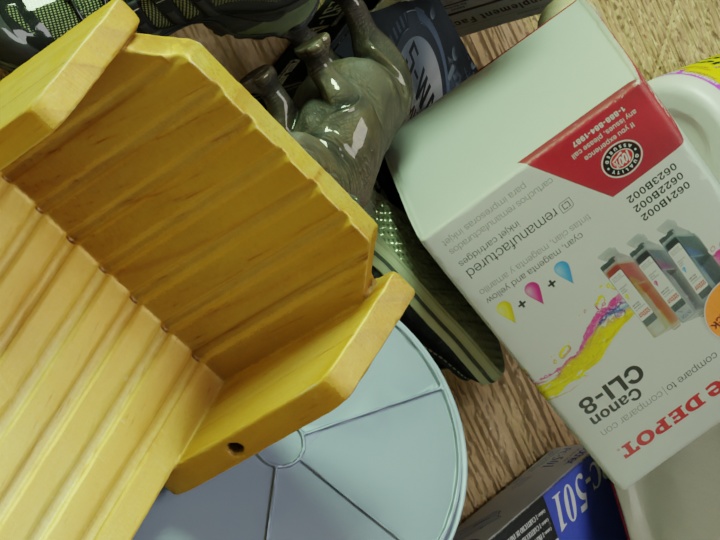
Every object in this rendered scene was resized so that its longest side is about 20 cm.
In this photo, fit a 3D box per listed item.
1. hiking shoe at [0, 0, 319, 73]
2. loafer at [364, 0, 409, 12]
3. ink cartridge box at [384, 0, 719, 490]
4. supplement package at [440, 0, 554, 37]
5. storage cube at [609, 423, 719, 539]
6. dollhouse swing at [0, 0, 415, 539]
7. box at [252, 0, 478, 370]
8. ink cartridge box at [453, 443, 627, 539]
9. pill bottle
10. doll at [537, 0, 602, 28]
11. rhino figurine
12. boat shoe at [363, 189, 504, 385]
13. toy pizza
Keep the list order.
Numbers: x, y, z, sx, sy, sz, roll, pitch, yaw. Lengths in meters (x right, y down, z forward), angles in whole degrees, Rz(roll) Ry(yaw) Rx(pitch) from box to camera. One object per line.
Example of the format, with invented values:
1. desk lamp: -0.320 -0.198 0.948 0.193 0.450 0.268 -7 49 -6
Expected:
1. hiking shoe: -0.101 -0.154 1.146 0.199 0.101 0.076 -16 67 -28
2. loafer: 0.018 -0.179 1.320 0.199 0.076 0.068 2 53 -16
3. ink cartridge box: 0.132 -0.014 1.291 0.200 0.145 0.145 50 8 -25
4. supplement package: 0.047 -0.249 1.406 0.200 0.113 0.110 45 47 -37
5. storage cube: 0.265 0.177 1.448 0.180 0.170 0.201 42 31 -65
6. dollhouse swing: -0.116 0.030 1.040 0.200 0.181 0.176 46 37 -20
7. box: 0.028 -0.065 1.380 0.200 0.043 0.160 60 39 -22
8. ink cartridge box: 0.101 0.182 1.397 0.200 0.044 0.094 -32 106 -53
9. pill bottle: 0.262 -0.101 1.656 0.200 0.104 0.105 -24 98 -54
10. doll: 0.160 -0.093 1.437 0.200 0.048 0.137 50 13 -40
11. rhino figurine: -0.018 -0.075 1.207 0.088 0.060 0.200 57 26 -20
12. boat shoe: 0.000 0.000 1.280 0.200 0.062 0.075 39 23 -22
13. toy pizza: -0.044 0.091 1.175 0.199 0.032 0.201 7 63 -13
